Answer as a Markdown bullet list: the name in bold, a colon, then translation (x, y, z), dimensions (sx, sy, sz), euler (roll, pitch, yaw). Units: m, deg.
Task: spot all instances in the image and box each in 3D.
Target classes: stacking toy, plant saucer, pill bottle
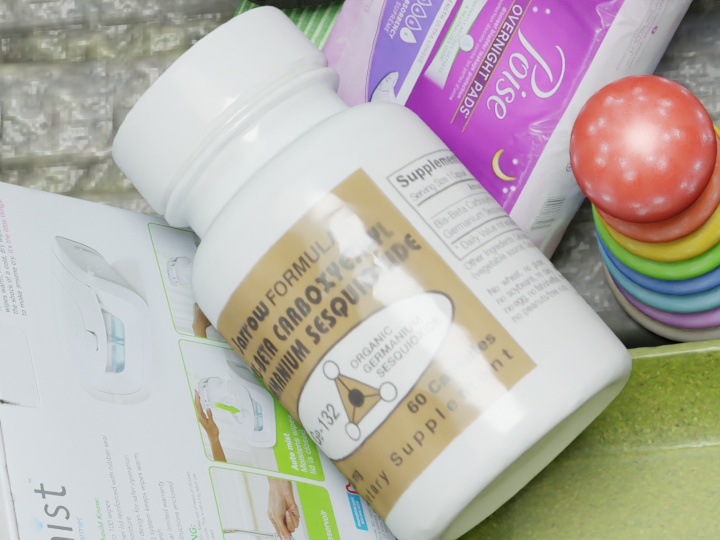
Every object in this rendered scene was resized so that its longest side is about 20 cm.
- **stacking toy**: translation (0.122, -0.032, 1.110), dimensions (0.085, 0.200, 0.086), euler (-3, 76, 13)
- **plant saucer**: translation (0.126, 0.113, 1.118), dimensions (0.199, 0.048, 0.201), euler (-7, 41, 13)
- **pill bottle**: translation (0.000, 0.000, 1.098), dimensions (0.114, 0.114, 0.200), euler (-42, 79, 2)

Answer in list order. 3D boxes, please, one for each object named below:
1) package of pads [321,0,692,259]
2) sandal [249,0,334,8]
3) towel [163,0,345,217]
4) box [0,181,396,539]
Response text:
- **package of pads**: translation (0.063, -0.106, 1.143), dimensions (0.120, 0.076, 0.201), euler (39, 120, 20)
- **sandal**: translation (0.031, -0.171, 1.213), dimensions (0.200, 0.080, 0.057), euler (-14, 44, 3)
- **towel**: translation (0.003, -0.062, 1.243), dimensions (0.152, 0.023, 0.201), euler (16, 83, 18)
- **box**: translation (-0.089, 0.077, 1.112), dimensions (0.097, 0.176, 0.201), euler (-51, 41, 37)
